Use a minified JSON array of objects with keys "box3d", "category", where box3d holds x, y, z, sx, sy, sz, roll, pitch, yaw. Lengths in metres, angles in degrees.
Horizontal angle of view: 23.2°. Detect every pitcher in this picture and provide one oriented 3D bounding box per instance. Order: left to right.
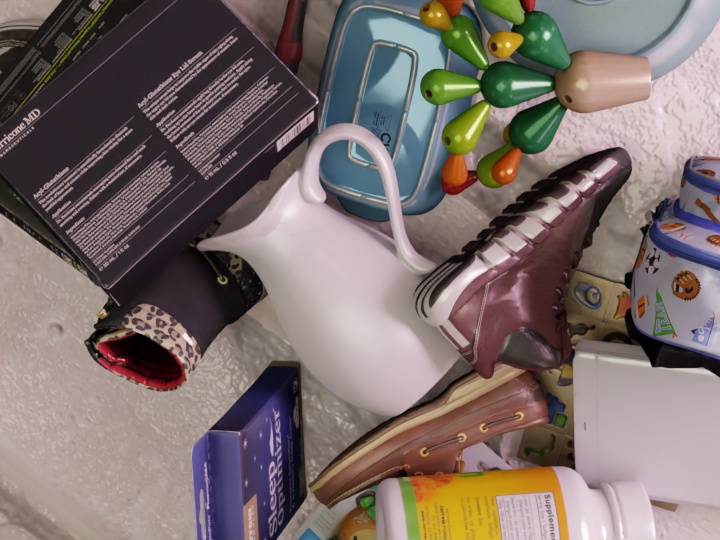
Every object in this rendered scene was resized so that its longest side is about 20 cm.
[{"box3d":[0.000,0.000,1.338,0.200,0.121,0.172,46,123,-4],"category":"pitcher"}]

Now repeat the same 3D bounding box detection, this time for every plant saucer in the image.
[{"box3d":[0.172,-0.227,1.284,0.200,0.027,0.200,5,107,16],"category":"plant saucer"}]

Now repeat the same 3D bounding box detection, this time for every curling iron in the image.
[{"box3d":[-0.067,-0.167,1.367,0.050,0.026,0.200,-1,113,-22],"category":"curling iron"}]

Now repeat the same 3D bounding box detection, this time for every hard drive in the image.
[{"box3d":[0.261,0.122,1.325,0.200,0.026,0.132,7,124,19],"category":"hard drive"}]

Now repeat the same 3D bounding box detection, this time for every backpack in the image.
[{"box3d":[0.279,0.005,1.227,0.200,0.191,0.154,9,111,13],"category":"backpack"}]

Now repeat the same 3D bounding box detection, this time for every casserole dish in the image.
[{"box3d":[0.021,-0.129,1.350,0.121,0.039,0.200,17,110,12],"category":"casserole dish"}]

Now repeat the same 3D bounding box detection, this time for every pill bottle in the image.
[{"box3d":[0.116,0.206,1.325,0.200,0.111,0.111,-3,105,-5],"category":"pill bottle"}]

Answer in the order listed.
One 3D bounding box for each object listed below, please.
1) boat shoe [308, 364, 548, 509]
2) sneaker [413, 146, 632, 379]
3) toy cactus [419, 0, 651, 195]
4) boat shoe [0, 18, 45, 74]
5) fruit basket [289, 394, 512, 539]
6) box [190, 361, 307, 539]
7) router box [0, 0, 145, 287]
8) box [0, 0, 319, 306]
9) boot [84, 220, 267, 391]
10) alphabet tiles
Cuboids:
[{"box3d":[0.054,0.136,1.367,0.200,0.072,0.068,-30,88,4],"category":"boat shoe"},{"box3d":[0.143,0.004,1.308,0.200,0.076,0.116,-38,100,-9],"category":"sneaker"},{"box3d":[0.125,-0.137,1.275,0.165,0.102,0.200,-3,127,0],"category":"toy cactus"},{"box3d":[-0.221,-0.146,1.400,0.200,0.064,0.071,21,110,10],"category":"boat shoe"},{"box3d":[0.050,0.228,1.410,0.185,0.094,0.200,41,103,11],"category":"fruit basket"},{"box3d":[-0.084,0.159,1.372,0.032,0.200,0.121,2,106,15],"category":"box"},{"box3d":[-0.198,-0.111,1.330,0.150,0.062,0.200,36,80,8],"category":"router box"},{"box3d":[-0.148,-0.096,1.255,0.200,0.079,0.141,-42,84,-8],"category":"box"},{"box3d":[-0.184,0.001,1.378,0.203,0.154,0.074,28,130,5],"category":"boot"},{"box3d":[0.208,0.094,1.374,0.200,0.006,0.167,18,109,11],"category":"alphabet tiles"}]
